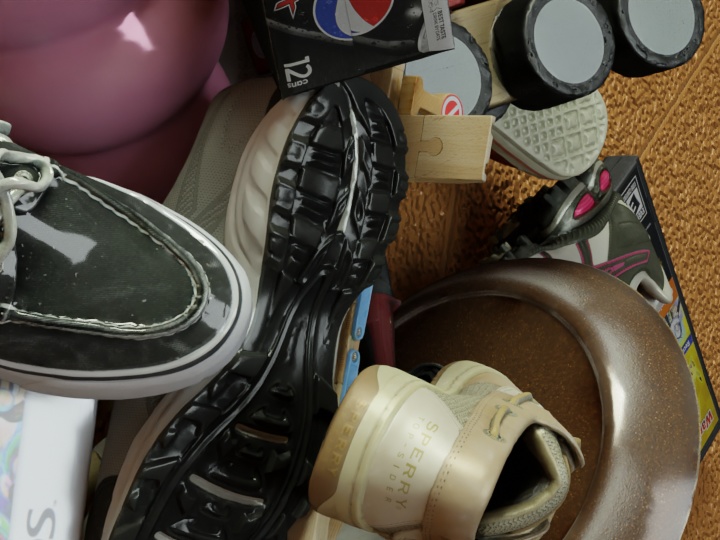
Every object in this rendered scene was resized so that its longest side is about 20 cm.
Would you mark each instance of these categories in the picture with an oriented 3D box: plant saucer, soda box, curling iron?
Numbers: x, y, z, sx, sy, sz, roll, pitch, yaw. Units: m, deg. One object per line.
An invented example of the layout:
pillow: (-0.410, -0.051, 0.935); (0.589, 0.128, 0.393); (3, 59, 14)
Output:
plant saucer: (0.044, 0.081, 0.934); (0.032, 0.200, 0.201); (36, 63, -46)
soda box: (-0.027, -0.151, 0.799); (0.200, 0.063, 0.071); (-111, -173, -45)
curling iron: (0.013, 0.016, 0.955); (0.026, 0.049, 0.200); (54, 14, -41)

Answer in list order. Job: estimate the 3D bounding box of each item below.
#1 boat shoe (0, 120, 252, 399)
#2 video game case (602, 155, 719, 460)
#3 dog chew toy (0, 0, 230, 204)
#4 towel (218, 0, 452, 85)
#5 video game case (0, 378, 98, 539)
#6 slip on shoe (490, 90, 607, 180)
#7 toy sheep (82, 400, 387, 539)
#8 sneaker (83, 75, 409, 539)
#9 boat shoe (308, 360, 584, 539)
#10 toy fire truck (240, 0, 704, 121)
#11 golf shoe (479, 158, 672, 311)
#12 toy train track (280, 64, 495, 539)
boat shoe: (-0.128, -0.017, 0.707); (0.068, 0.199, 0.074); (117, -5, -74)
video game case: (0.121, 0.069, 1.186); (0.200, 0.025, 0.181); (-50, 128, -42)
dog chew toy: (-0.103, -0.100, 0.806); (0.125, 0.124, 0.200); (-59, 141, -35)
towel: (-0.025, -0.143, 0.943); (0.199, 0.031, 0.150); (-4, 93, -34)
video game case: (-0.185, 0.106, 0.713); (0.199, 0.024, 0.183); (10, 82, -30)
slip on shoe: (0.031, -0.108, 1.037); (0.200, 0.061, 0.074); (37, 74, -33)
toy sheep: (-0.044, 0.107, 0.869); (0.138, 0.138, 0.201); (-16, 82, -52)
sneaker: (-0.049, 0.025, 0.790); (0.074, 0.079, 0.201); (26, 82, -42)
boat shoe: (0.043, 0.073, 0.801); (0.072, 0.065, 0.200); (-69, 162, 0)
toy fire truck: (0.038, -0.158, 0.902); (0.176, 0.129, 0.201); (-19, 92, -32)
golf shoe: (0.083, 0.025, 1.060); (0.088, 0.077, 0.200); (48, 49, -3)
toy train track: (0.000, 0.000, 0.818); (0.032, 0.114, 0.201); (20, 77, -51)
